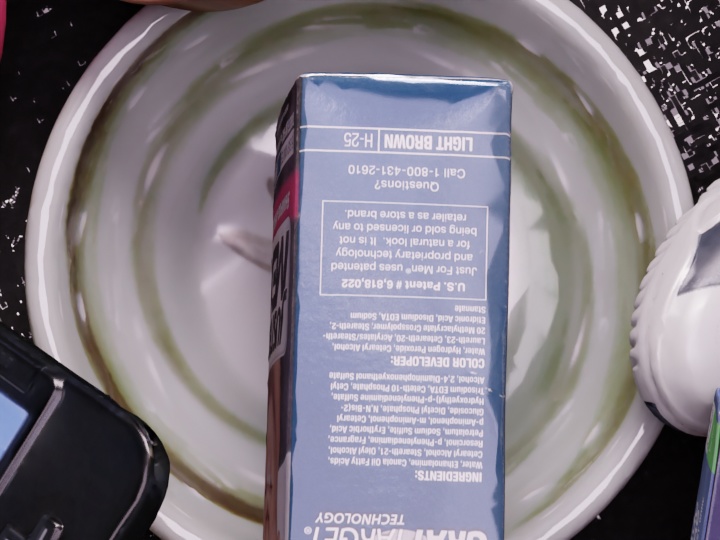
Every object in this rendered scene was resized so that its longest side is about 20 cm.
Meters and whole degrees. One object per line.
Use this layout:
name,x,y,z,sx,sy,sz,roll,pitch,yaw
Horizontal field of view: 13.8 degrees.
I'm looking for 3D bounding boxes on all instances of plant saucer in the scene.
plant saucer,0.000,0.000,0.890,0.199,0.050,0.201,1,84,-5

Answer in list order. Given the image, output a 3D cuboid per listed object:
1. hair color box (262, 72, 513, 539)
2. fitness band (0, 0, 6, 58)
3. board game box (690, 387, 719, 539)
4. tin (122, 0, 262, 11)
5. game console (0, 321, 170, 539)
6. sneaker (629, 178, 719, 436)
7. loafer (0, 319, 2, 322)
hair color box,0.005,0.053,0.808,0.060,0.100,0.201,2,83,-5
fitness band,-0.178,-0.053,0.848,0.143,0.037,0.201,3,54,9
board game box,0.150,0.143,0.832,0.135,0.034,0.201,9,101,3
tin,-0.074,-0.155,0.861,0.200,0.042,0.112,43,113,28
game console,-0.183,0.063,0.788,0.200,0.116,0.176,32,89,31
sneaker,0.182,-0.004,0.844,0.198,0.129,0.080,-17,101,-24
loafer,-0.101,0.086,0.858,0.063,0.072,0.201,-28,86,-8
